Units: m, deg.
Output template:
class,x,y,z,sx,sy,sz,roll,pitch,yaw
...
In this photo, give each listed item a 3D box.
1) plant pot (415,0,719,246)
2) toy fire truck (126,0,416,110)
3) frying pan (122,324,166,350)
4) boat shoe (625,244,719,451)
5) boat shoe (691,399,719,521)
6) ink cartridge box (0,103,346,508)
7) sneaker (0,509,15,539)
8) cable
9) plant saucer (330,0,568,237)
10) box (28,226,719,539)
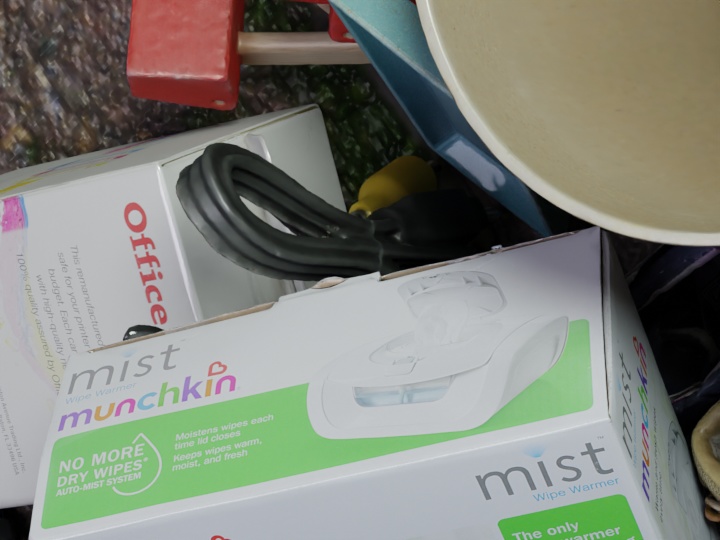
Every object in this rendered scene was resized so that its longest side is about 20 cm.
class,x,y,z,sx,sy,sz,roll,pitch,yaw
plant pot,0.143,-0.099,0.669,0.186,0.200,0.189,-1,89,30
toy fire truck,0.010,-0.103,0.820,0.199,0.141,0.049,4,72,-3
frying pan,-0.003,0.057,0.821,0.031,0.115,0.190,37,161,45
boat shoe,0.100,0.043,0.814,0.075,0.093,0.200,44,122,12
boat shoe,0.151,0.060,0.746,0.071,0.200,0.073,8,68,10
ink cartridge box,-0.091,0.015,0.900,0.199,0.125,0.129,-9,100,32
sneaker,-0.182,0.187,0.998,0.200,0.082,0.073,51,127,35
cable,0.000,0.000,0.793,0.050,0.200,0.098,-31,76,32
plant saucer,0.039,-0.054,0.766,0.070,0.200,0.019,39,90,15
box,0.016,0.095,0.747,0.199,0.097,0.177,-13,130,15
